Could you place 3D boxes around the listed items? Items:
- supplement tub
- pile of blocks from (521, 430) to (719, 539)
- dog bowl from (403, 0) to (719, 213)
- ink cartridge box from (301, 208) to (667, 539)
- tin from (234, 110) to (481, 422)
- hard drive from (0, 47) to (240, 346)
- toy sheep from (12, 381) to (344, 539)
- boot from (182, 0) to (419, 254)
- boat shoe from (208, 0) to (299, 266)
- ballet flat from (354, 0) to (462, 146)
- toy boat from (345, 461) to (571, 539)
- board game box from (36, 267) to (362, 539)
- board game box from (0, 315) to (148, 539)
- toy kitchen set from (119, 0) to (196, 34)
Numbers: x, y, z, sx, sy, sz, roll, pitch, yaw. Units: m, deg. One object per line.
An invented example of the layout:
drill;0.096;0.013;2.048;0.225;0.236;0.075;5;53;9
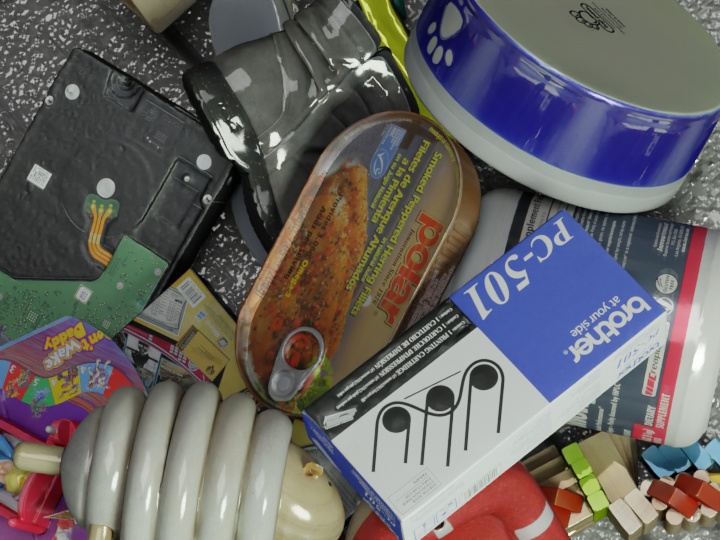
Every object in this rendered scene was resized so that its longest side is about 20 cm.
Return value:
supplement tub;0.131;0.026;1.436;0.199;0.140;0.141;11;77;9
pile of blocks;0.184;0.133;1.444;0.199;0.062;0.082;-4;75;4
dog bowl;0.133;-0.130;1.446;0.200;0.200;0.079;37;122;13
ink cartridge box;0.073;0.061;1.319;0.200;0.044;0.094;-37;64;-13
tin;0.000;0.000;1.385;0.112;0.042;0.200;26;87;39
hard drive;-0.178;-0.028;1.511;0.140;0.038;0.200;31;96;13
toy sheep;-0.107;0.129;1.340;0.199;0.138;0.138;10;77;-3
boot;-0.015;-0.072;1.452;0.131;0.070;0.200;-28;113;-8
boat shoe;-0.049;-0.098;1.523;0.073;0.065;0.201;-2;99;24
ballet flat;0.010;-0.159;1.537;0.067;0.067;0.200;-21;76;2
toy boat;0.078;0.202;1.363;0.130;0.131;0.200;-33;120;-3
board game box;-0.094;0.115;1.430;0.135;0.035;0.200;-41;66;1
board game box;-0.225;0.118;1.432;0.200;0.039;0.158;-23;69;18
toy kitchen set;-0.259;-0.204;1.495;0.200;0.163;0.180;-43;52;-5
